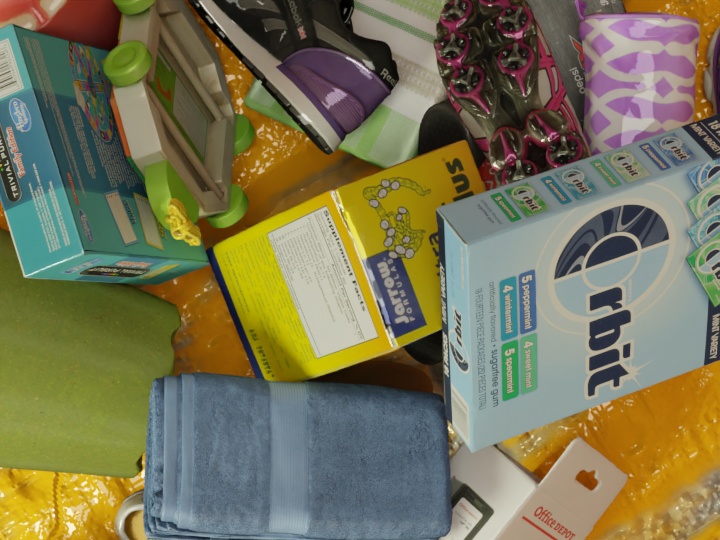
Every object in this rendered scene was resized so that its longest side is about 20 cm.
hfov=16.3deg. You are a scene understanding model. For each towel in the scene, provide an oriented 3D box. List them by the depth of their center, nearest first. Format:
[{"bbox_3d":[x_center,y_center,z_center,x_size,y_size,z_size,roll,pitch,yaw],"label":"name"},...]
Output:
[{"bbox_3d":[-0.041,0.126,1.639,0.198,0.049,0.113,4,68,-8],"label":"towel"},{"bbox_3d":[0.013,-0.180,1.719,0.149,0.031,0.201,25,91,30],"label":"towel"}]

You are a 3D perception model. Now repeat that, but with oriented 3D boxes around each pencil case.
[{"bbox_3d":[0.178,-0.075,1.664,0.085,0.084,0.202,5,91,22],"label":"pencil case"}]

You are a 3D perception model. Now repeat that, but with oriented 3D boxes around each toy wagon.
[{"bbox_3d":[-0.124,-0.096,1.668,0.039,0.201,0.156,-16,134,19],"label":"toy wagon"}]

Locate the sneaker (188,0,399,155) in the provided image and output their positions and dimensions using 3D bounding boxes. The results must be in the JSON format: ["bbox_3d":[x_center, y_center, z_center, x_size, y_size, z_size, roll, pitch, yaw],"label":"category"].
[{"bbox_3d":[-0.051,-0.173,1.711,0.087,0.076,0.200,-42,69,-1],"label":"sneaker"}]

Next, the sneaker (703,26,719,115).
[{"bbox_3d":[0.273,-0.079,1.722,0.080,0.083,0.202,-9,91,1],"label":"sneaker"}]

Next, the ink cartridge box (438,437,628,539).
[{"bbox_3d":[0.082,0.186,1.705,0.068,0.116,0.200,40,91,31],"label":"ink cartridge box"}]

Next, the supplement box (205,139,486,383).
[{"bbox_3d":[0.000,0.000,1.656,0.109,0.200,0.110,-22,91,-29],"label":"supplement box"}]

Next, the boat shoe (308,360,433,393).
[{"bbox_3d":[-0.044,0.114,1.742,0.198,0.071,0.071,-9,128,4],"label":"boat shoe"}]

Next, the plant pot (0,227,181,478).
[{"bbox_3d":[-0.226,0.061,1.693,0.189,0.200,0.202,16,91,-12],"label":"plant pot"}]

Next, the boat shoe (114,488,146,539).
[{"bbox_3d":[-0.091,0.227,1.736,0.200,0.070,0.071,44,91,0],"label":"boat shoe"}]

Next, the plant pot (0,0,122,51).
[{"bbox_3d":[-0.241,-0.213,1.681,0.199,0.177,0.202,0,91,0],"label":"plant pot"}]

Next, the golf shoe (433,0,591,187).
[{"bbox_3d":[0.102,-0.100,1.633,0.072,0.092,0.201,-23,57,8],"label":"golf shoe"}]

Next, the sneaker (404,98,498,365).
[{"bbox_3d":[0.085,-0.034,1.731,0.067,0.107,0.203,31,127,36],"label":"sneaker"}]

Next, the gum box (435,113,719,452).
[{"bbox_3d":[0.147,0.009,1.567,0.199,0.045,0.171,-19,132,-18],"label":"gum box"}]

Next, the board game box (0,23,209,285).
[{"bbox_3d":[-0.178,-0.070,1.633,0.047,0.200,0.152,-20,81,17],"label":"board game box"}]

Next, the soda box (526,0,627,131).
[{"bbox_3d":[0.161,-0.136,1.732,0.070,0.063,0.201,-21,90,2],"label":"soda box"}]
